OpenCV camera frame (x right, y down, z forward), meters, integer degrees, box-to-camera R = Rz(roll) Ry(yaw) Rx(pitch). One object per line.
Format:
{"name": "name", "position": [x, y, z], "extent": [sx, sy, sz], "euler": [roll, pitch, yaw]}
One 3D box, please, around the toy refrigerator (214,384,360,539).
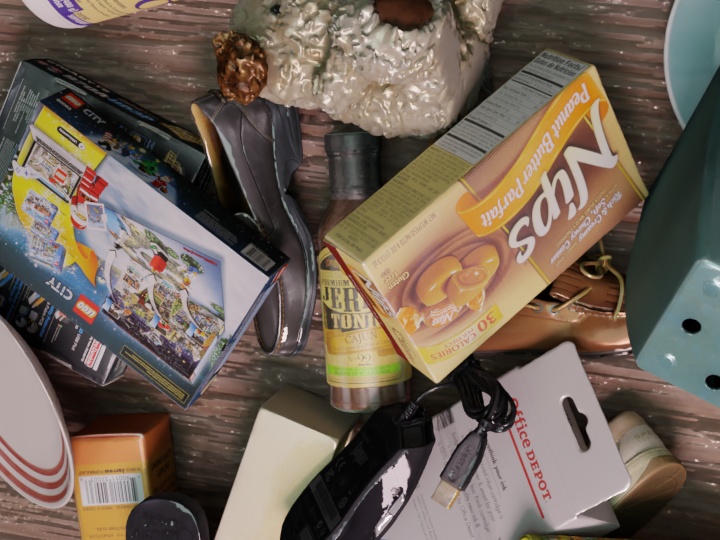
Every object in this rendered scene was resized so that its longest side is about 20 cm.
{"name": "toy refrigerator", "position": [-0.065, 0.195, 1.016], "extent": [0.070, 0.076, 0.200], "euler": [22, 102, 9]}

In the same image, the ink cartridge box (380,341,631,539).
{"name": "ink cartridge box", "position": [0.097, 0.148, 0.939], "extent": [0.200, 0.068, 0.116], "euler": [-33, 58, 24]}

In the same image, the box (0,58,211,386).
{"name": "box", "position": [-0.216, -0.037, 1.029], "extent": [0.159, 0.046, 0.200], "euler": [27, 104, 7]}

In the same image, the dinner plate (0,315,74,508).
{"name": "dinner plate", "position": [-0.270, 0.088, 1.025], "extent": [0.200, 0.024, 0.200], "euler": [30, 138, 32]}

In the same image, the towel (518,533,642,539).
{"name": "towel", "position": [0.179, 0.210, 0.921], "extent": [0.200, 0.018, 0.086], "euler": [8, 137, -23]}

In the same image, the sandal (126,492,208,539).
{"name": "sandal", "position": [-0.133, 0.261, 0.973], "extent": [0.076, 0.043, 0.201], "euler": [-12, 96, 14]}

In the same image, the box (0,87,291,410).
{"name": "box", "position": [-0.164, -0.014, 0.959], "extent": [0.200, 0.038, 0.137], "euler": [38, 123, 4]}

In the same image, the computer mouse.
{"name": "computer mouse", "position": [0.031, 0.140, 0.901], "extent": [0.046, 0.140, 0.200], "euler": [37, 91, -25]}

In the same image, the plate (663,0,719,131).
{"name": "plate", "position": [0.304, -0.145, 0.905], "extent": [0.200, 0.026, 0.201], "euler": [2, 99, 13]}

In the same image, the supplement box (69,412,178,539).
{"name": "supplement box", "position": [-0.173, 0.215, 1.050], "extent": [0.069, 0.067, 0.201], "euler": [-3, 98, 11]}

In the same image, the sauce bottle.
{"name": "sauce bottle", "position": [0.000, 0.000, 0.977], "extent": [0.065, 0.065, 0.201], "euler": [-4, 98, 13]}

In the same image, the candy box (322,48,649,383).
{"name": "candy box", "position": [0.086, -0.036, 0.889], "extent": [0.200, 0.055, 0.116], "euler": [-41, 127, -12]}

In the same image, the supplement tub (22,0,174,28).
{"name": "supplement tub", "position": [-0.137, -0.256, 0.926], "extent": [0.200, 0.145, 0.146], "euler": [-12, 96, 15]}

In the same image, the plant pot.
{"name": "plant pot", "position": [0.242, -0.012, 0.826], "extent": [0.141, 0.200, 0.141], "euler": [27, 131, 6]}

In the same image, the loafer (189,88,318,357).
{"name": "loafer", "position": [-0.080, -0.034, 0.975], "extent": [0.073, 0.072, 0.201], "euler": [-7, 92, 58]}

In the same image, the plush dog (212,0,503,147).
{"name": "plush dog", "position": [-0.006, -0.150, 0.915], "extent": [0.171, 0.200, 0.161], "euler": [15, 128, 17]}

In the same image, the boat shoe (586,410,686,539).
{"name": "boat shoe", "position": [0.144, 0.185, 0.978], "extent": [0.200, 0.072, 0.065], "euler": [-50, 50, 20]}

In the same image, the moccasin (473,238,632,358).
{"name": "moccasin", "position": [0.147, 0.016, 0.946], "extent": [0.201, 0.074, 0.078], "euler": [-1, 107, 23]}
